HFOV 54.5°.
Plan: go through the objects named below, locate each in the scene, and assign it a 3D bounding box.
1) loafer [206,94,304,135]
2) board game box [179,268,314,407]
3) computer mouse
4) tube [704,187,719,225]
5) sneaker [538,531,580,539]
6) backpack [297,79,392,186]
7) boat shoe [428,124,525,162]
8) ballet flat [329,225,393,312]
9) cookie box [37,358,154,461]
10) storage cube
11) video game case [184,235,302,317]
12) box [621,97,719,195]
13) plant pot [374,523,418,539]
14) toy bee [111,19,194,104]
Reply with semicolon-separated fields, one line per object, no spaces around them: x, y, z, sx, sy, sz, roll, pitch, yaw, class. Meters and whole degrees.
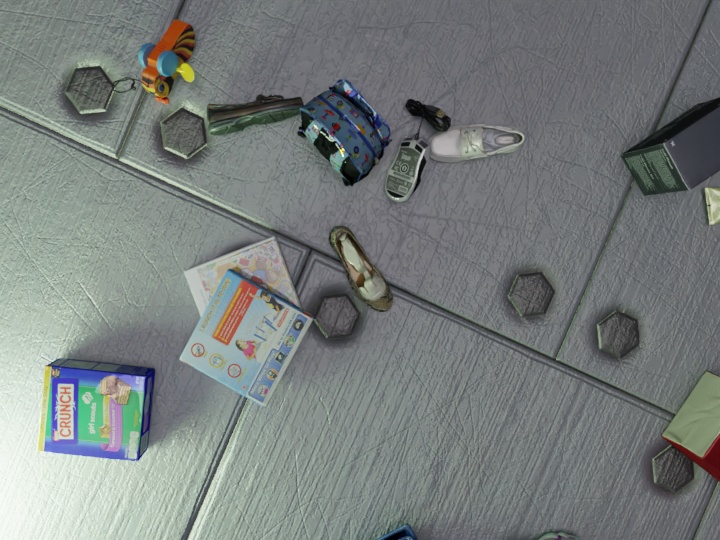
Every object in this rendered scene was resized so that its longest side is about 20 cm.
-0.210;-0.322;1.381;0.197;0.072;0.064;-14;87;0;loafer
-0.221;0.131;1.379;0.194;0.056;0.202;30;91;-3;board game box
0.107;-0.234;1.402;0.109;0.044;0.203;26;99;31;computer mouse
0.814;-0.150;1.447;0.197;0.052;0.059;-10;51;1;tube
0.368;0.595;1.402;0.197;0.140;0.079;-13;92;-2;sneaker
-0.029;-0.267;1.324;0.134;0.200;0.183;-43;92;0;backpack
0.232;-0.261;1.401;0.197;0.069;0.072;-9;96;-1;boat shoe
0.000;0.000;1.397;0.067;0.075;0.202;-32;93;-2;ballet flat
-0.521;0.274;1.382;0.196;0.075;0.174;6;92;-2;cookie box
0.753;0.336;1.396;0.179;0.171;0.201;37;90;-3;storage cube
-0.232;0.051;1.414;0.197;0.023;0.185;-21;93;-2;video game case
0.651;-0.245;1.366;0.199;0.182;0.105;-33;93;-1;box
0.064;0.635;1.370;0.198;0.180;0.202;-28;94;-1;plant pot
-0.393;-0.388;1.365;0.199;0.109;0.131;-36;62;-13;toy bee
